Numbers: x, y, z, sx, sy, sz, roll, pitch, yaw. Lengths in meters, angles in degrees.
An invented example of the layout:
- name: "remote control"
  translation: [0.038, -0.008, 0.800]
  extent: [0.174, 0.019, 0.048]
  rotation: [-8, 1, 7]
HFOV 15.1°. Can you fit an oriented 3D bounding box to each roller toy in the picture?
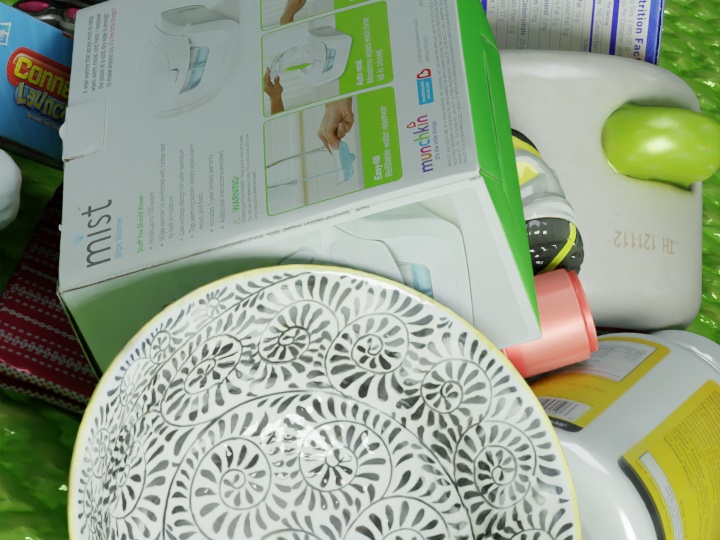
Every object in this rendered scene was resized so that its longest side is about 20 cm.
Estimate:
- name: "roller toy"
  translation: [0.074, -0.023, 1.314]
  extent: [0.182, 0.140, 0.200]
  rotation: [1, -7, -5]

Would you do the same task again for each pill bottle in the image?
- name: "pill bottle"
  translation: [0.107, 0.092, 1.186]
  extent: [0.112, 0.112, 0.200]
  rotation: [28, 25, 17]

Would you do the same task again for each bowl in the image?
- name: "bowl"
  translation: [-0.025, 0.106, 1.035]
  extent: [0.200, 0.094, 0.201]
  rotation: [7, 69, -18]

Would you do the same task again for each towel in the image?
- name: "towel"
  translation: [-0.096, 0.026, 1.279]
  extent: [0.144, 0.023, 0.200]
  rotation: [21, 26, -3]

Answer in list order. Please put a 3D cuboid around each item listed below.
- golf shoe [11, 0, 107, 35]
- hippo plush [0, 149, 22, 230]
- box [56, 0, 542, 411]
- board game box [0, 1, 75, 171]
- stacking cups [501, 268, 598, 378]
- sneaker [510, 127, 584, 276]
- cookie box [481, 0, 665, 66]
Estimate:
- name: "golf shoe"
  translation: [-0.081, -0.132, 1.393]
  extent: [0.200, 0.088, 0.077]
  rotation: [17, -11, 14]
- name: "hippo plush"
  translation: [-0.255, -0.057, 1.103]
  extent: [0.161, 0.159, 0.200]
  rotation: [63, 23, 5]
- name: "box"
  translation: [-0.029, -0.045, 1.131]
  extent: [0.176, 0.097, 0.200]
  rotation: [-17, 38, 9]
- name: "board game box"
  translation: [-0.192, -0.097, 1.286]
  extent: [0.200, 0.056, 0.196]
  rotation: [19, -2, 33]
- name: "stacking cups"
  translation: [0.002, 0.048, 1.154]
  extent: [0.199, 0.061, 0.061]
  rotation: [-13, 30, -3]
- name: "sneaker"
  translation: [0.000, 0.000, 1.206]
  extent: [0.200, 0.075, 0.077]
  rotation: [-17, 51, 9]
- name: "cookie box"
  translation: [0.049, -0.179, 1.362]
  extent: [0.199, 0.075, 0.171]
  rotation: [1, 47, 0]
